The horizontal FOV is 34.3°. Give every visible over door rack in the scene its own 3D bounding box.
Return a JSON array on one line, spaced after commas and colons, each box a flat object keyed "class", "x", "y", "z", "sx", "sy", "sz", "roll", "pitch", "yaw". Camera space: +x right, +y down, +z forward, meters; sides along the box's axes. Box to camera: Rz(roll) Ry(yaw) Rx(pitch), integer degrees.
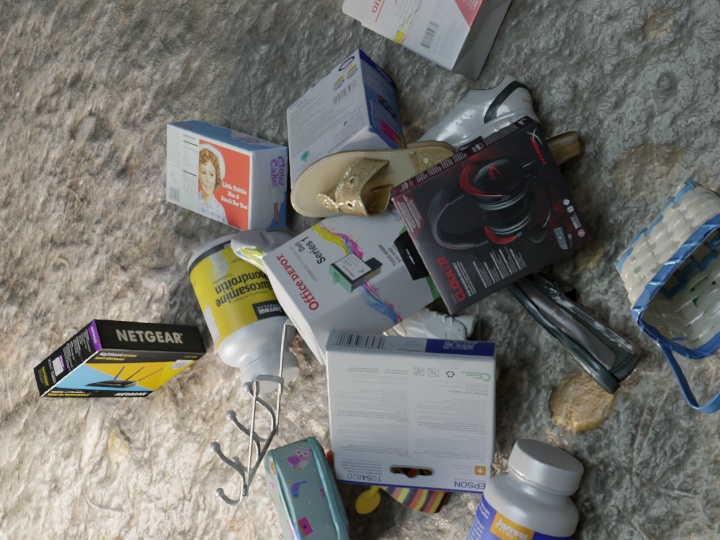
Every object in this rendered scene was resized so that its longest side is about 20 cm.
[{"class": "over door rack", "x": -0.129, "y": 0.168, "z": 1.442, "sx": 0.066, "sy": 0.148, "sz": 0.202, "roll": 21, "pitch": 120, "yaw": 2}]

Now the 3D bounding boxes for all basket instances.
[{"class": "basket", "x": 0.358, "y": 0.018, "z": 1.162, "sx": 0.177, "sy": 0.138, "sz": 0.201, "roll": -50, "pitch": 30, "yaw": 24}]

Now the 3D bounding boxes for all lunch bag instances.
[{"class": "lunch bag", "x": -0.064, "y": 0.305, "z": 1.464, "sx": 0.076, "sy": 0.201, "sz": 0.162, "roll": -18, "pitch": 70, "yaw": -10}]

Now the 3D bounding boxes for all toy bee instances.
[{"class": "toy bee", "x": 0.011, "y": 0.239, "z": 1.451, "sx": 0.198, "sy": 0.108, "sz": 0.133, "roll": 11, "pitch": 96, "yaw": 37}]

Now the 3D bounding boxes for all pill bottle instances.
[{"class": "pill bottle", "x": -0.154, "y": 0.060, "z": 1.584, "sx": 0.112, "sy": 0.111, "sz": 0.202, "roll": -36, "pitch": 67, "yaw": 30}, {"class": "pill bottle", "x": 0.179, "y": 0.299, "z": 1.314, "sx": 0.111, "sy": 0.111, "sz": 0.203, "roll": 26, "pitch": 104, "yaw": 35}]

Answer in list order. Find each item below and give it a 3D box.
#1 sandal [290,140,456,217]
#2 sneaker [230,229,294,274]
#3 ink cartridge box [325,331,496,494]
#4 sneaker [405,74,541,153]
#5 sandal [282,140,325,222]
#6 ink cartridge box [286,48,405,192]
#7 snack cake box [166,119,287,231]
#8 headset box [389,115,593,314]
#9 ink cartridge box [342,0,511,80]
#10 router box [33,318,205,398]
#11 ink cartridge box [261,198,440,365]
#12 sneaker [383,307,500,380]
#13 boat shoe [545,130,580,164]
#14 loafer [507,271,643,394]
[{"class": "sandal", "x": 0.013, "y": -0.098, "z": 1.367, "sx": 0.208, "sy": 0.070, "sz": 0.079, "roll": -14, "pitch": 118, "yaw": 10}, {"class": "sneaker", "x": -0.084, "y": 0.019, "z": 1.529, "sx": 0.197, "sy": 0.076, "sz": 0.106, "roll": 18, "pitch": 116, "yaw": 15}, {"class": "ink cartridge box", "x": 0.060, "y": 0.167, "z": 1.358, "sx": 0.196, "sy": 0.041, "sz": 0.203, "roll": 4, "pitch": 123, "yaw": 8}, {"class": "sneaker", "x": 0.128, "y": -0.169, "z": 1.416, "sx": 0.198, "sy": 0.073, "sz": 0.081, "roll": -21, "pitch": 64, "yaw": 29}, {"class": "sandal", "x": -0.052, "y": -0.102, "z": 1.551, "sx": 0.080, "sy": 0.054, "sz": 0.201, "roll": -44, "pitch": 63, "yaw": 27}, {"class": "ink cartridge box", "x": -0.022, "y": -0.186, "z": 1.479, "sx": 0.136, "sy": 0.076, "sz": 0.202, "roll": -36, "pitch": 39, "yaw": 24}, {"class": "snack cake box", "x": -0.189, "y": -0.134, "z": 1.624, "sx": 0.199, "sy": 0.067, "sz": 0.117, "roll": 22, "pitch": 115, "yaw": 42}, {"class": "headset box", "x": 0.134, "y": -0.057, "z": 1.293, "sx": 0.198, "sy": 0.075, "sz": 0.150, "roll": -27, "pitch": 100, "yaw": 6}, {"class": "ink cartridge box", "x": 0.080, "y": -0.334, "z": 1.455, "sx": 0.199, "sy": 0.067, "sz": 0.118, "roll": 35, "pitch": 107, "yaw": 32}, {"class": "router box", "x": -0.344, "y": 0.129, "z": 1.671, "sx": 0.149, "sy": 0.199, "sz": 0.052, "roll": -35, "pitch": 65, "yaw": 30}, {"class": "ink cartridge box", "x": 0.000, "y": 0.000, "z": 1.405, "sx": 0.198, "sy": 0.085, "sz": 0.145, "roll": -31, "pitch": 44, "yaw": -9}, {"class": "sneaker", "x": 0.099, "y": 0.078, "z": 1.421, "sx": 0.100, "sy": 0.078, "sz": 0.200, "roll": -48, "pitch": 70, "yaw": 18}, {"class": "boat shoe", "x": 0.179, "y": -0.092, "z": 1.369, "sx": 0.199, "sy": 0.074, "sz": 0.070, "roll": -30, "pitch": 90, "yaw": 25}, {"class": "loafer", "x": 0.237, "y": 0.051, "z": 1.319, "sx": 0.063, "sy": 0.072, "sz": 0.200, "roll": -43, "pitch": 59, "yaw": 4}]
